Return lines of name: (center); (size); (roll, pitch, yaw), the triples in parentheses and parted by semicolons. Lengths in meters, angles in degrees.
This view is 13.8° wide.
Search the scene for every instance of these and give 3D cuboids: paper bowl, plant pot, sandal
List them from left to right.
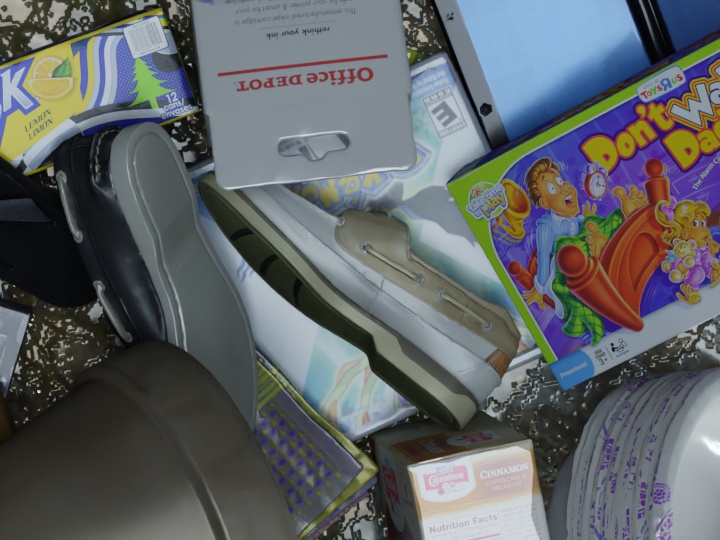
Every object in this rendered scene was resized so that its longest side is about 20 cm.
sandal: (-0.201, -0.023, 1.614); (0.200, 0.043, 0.076); (20, 124, -42)
plant pot: (-0.148, 0.157, 1.553); (0.173, 0.200, 0.200); (-21, 96, -26)
paper bowl: (0.178, 0.157, 1.666); (0.104, 0.201, 0.201); (-7, 96, 36)

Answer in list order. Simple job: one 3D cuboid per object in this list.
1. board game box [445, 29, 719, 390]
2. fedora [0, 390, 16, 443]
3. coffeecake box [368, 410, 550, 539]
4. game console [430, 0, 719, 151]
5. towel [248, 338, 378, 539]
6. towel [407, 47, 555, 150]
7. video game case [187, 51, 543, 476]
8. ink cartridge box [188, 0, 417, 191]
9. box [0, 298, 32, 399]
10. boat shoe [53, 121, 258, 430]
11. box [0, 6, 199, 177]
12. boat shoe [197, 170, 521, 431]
board game box: (0.166, -0.039, 1.625); (0.200, 0.045, 0.135); (-28, 96, 23)
fedora: (-0.271, 0.133, 1.590); (0.082, 0.200, 0.201); (23, 91, 35)
coffeecake box: (0.066, 0.189, 1.660); (0.073, 0.154, 0.200); (-11, 94, -7)
game console: (0.152, -0.118, 1.654); (0.118, 0.171, 0.200); (-26, 99, -30)
towel: (-0.106, 0.129, 1.691); (0.200, 0.023, 0.144); (-40, 96, 5)
towel: (0.095, -0.049, 1.718); (0.200, 0.018, 0.086); (25, 94, -7)
video game case: (-0.005, -0.002, 1.695); (0.200, 0.022, 0.183); (-24, 96, 3)
ink cartridge box: (-0.036, -0.137, 1.643); (0.115, 0.068, 0.200); (-6, 77, -4)
box: (-0.301, 0.068, 1.665); (0.200, 0.048, 0.159); (17, 92, -7)
boat shoe: (-0.113, 0.014, 1.631); (0.060, 0.074, 0.200); (-5, 118, 31)
box: (-0.194, -0.085, 1.656); (0.200, 0.070, 0.064); (-20, 98, -5)
boat shoe: (0.000, 0.000, 1.654); (0.200, 0.075, 0.068); (42, 76, -2)
